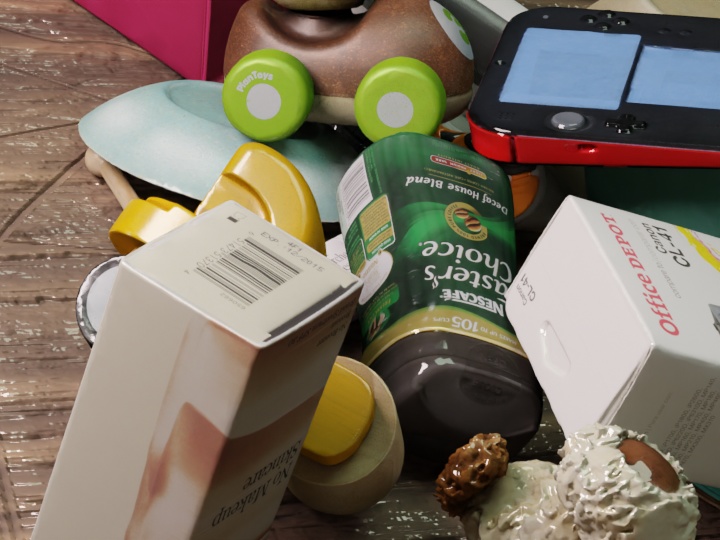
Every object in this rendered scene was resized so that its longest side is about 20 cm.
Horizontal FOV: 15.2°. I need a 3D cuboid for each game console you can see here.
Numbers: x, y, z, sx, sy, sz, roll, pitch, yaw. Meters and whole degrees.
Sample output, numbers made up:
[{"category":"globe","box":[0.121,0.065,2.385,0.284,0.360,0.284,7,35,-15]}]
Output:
[{"category":"game console","box":[0.166,-0.117,1.684,0.177,0.031,0.200,1,28,14]}]

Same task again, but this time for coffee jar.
[{"category":"coffee jar","box":[0.046,0.019,1.573,0.104,0.085,0.200,19,43,-26]}]

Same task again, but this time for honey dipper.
[{"category":"honey dipper","box":[-0.125,-0.020,1.631,0.038,0.038,0.200,2,31,-29]}]

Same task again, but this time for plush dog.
[{"category":"plush dog","box":[0.121,0.162,1.414,0.200,0.160,0.172,36,4,-32]}]

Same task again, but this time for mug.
[{"category":"mug","box":[0.230,-0.068,1.738,0.152,0.114,0.185,18,34,39]}]

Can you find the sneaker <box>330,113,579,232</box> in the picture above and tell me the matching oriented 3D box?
[{"category":"sneaker","box":[0.062,-0.073,1.807,0.200,0.076,0.092,36,6,38]}]

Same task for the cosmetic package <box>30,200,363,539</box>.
[{"category":"cosmetic package","box":[-0.084,0.079,1.327,0.087,0.200,0.103,32,33,17]}]

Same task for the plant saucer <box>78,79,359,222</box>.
[{"category":"plant saucer","box":[-0.077,-0.085,1.711,0.201,0.039,0.201,15,17,-5]}]

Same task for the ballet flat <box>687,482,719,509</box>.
[{"category":"ballet flat","box":[0.258,0.124,1.610,0.200,0.071,0.065,27,4,7]}]

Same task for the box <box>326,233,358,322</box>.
[{"category":"box","box":[0.000,0.000,1.663,0.039,0.041,0.200,33,32,20]}]

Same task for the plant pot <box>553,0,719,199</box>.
[{"category":"plant pot","box":[0.217,-0.129,1.907,0.200,0.135,0.200,15,31,-9]}]

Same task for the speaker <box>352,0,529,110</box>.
[{"category":"speaker","box":[0.057,-0.166,1.813,0.200,0.081,0.081,35,30,-6]}]

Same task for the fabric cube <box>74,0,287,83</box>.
[{"category":"fabric cube","box":[-0.107,-0.283,1.854,0.199,0.200,0.196,36,52,26]}]

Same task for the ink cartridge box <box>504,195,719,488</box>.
[{"category":"ink cartridge box","box":[0.200,0.050,1.510,0.200,0.086,0.148,15,30,-28]}]

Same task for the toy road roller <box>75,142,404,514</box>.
[{"category":"toy road roller","box":[-0.047,0.024,1.454,0.200,0.146,0.123,31,-12,11]}]

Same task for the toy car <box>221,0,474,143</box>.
[{"category":"toy car","box":[-0.005,-0.191,1.675,0.158,0.200,0.164,4,16,7]}]
